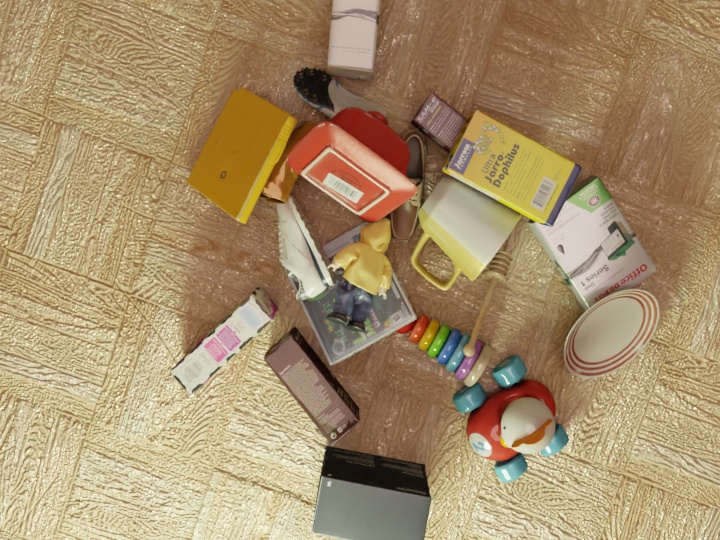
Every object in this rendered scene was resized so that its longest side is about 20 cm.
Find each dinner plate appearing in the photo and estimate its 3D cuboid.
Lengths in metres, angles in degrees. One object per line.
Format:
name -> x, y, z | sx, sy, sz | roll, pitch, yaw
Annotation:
dinner plate -> 0.446, 0.110, 1.699 | 0.196, 0.024, 0.203 | -14, 131, -17

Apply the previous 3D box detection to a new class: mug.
mug -> 0.173, -0.074, 1.670 | 0.152, 0.150, 0.188 | 37, 78, 2

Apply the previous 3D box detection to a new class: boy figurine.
boy figurine -> 0.000, 0.000, 1.669 | 0.122, 0.064, 0.204 | 21, 80, -20

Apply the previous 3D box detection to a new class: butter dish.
butter dish -> 0.002, -0.203, 1.600 | 0.198, 0.199, 0.150 | 33, 64, -14

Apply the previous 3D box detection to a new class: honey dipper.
honey dipper -> 0.224, 0.060, 1.702 | 0.037, 0.038, 0.203 | 24, 74, -2

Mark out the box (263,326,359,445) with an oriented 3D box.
box -> -0.086, 0.207, 1.721 | 0.075, 0.100, 0.201 | -39, 94, 3

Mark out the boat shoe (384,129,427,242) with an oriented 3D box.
boat shoe -> 0.081, -0.152, 1.703 | 0.074, 0.072, 0.205 | 4, 95, 0

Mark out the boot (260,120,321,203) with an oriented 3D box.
boot -> -0.116, -0.188, 1.686 | 0.196, 0.071, 0.147 | 5, 76, 11

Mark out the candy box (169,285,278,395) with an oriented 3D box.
candy box -> -0.240, 0.123, 1.697 | 0.200, 0.136, 0.061 | -43, 95, 4

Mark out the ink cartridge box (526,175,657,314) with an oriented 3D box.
ink cartridge box -> 0.415, -0.045, 1.702 | 0.145, 0.084, 0.202 | -35, 94, 4

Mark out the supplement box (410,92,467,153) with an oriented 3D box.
supplement box -> 0.184, -0.227, 1.678 | 0.198, 0.109, 0.061 | 37, 95, -4

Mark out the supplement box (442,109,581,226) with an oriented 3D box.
supplement box -> 0.248, -0.169, 1.573 | 0.197, 0.109, 0.111 | 27, 95, -3

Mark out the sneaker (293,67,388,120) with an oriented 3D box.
sneaker -> -0.038, -0.293, 1.699 | 0.198, 0.073, 0.072 | 33, 71, 11

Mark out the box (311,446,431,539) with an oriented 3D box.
box -> 0.019, 0.406, 1.695 | 0.195, 0.182, 0.107 | 11, 95, 0

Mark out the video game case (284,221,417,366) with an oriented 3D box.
video game case -> -0.020, 0.040, 1.716 | 0.179, 0.023, 0.203 | -28, 77, 3

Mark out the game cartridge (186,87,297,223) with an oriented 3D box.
game cartridge -> -0.210, -0.207, 1.670 | 0.175, 0.032, 0.203 | 34, 96, 41

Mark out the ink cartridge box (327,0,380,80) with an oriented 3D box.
ink cartridge box -> -0.007, -0.442, 1.642 | 0.082, 0.146, 0.205 | 6, 94, 0

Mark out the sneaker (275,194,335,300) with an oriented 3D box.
sneaker -> -0.117, -0.049, 1.702 | 0.079, 0.076, 0.203 | -27, 77, 12

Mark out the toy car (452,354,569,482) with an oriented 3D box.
toy car -> 0.275, 0.278, 1.673 | 0.175, 0.200, 0.186 | -32, 93, 3

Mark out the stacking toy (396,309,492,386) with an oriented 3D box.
stacking toy -> 0.139, 0.123, 1.726 | 0.198, 0.085, 0.086 | 33, 94, 3
